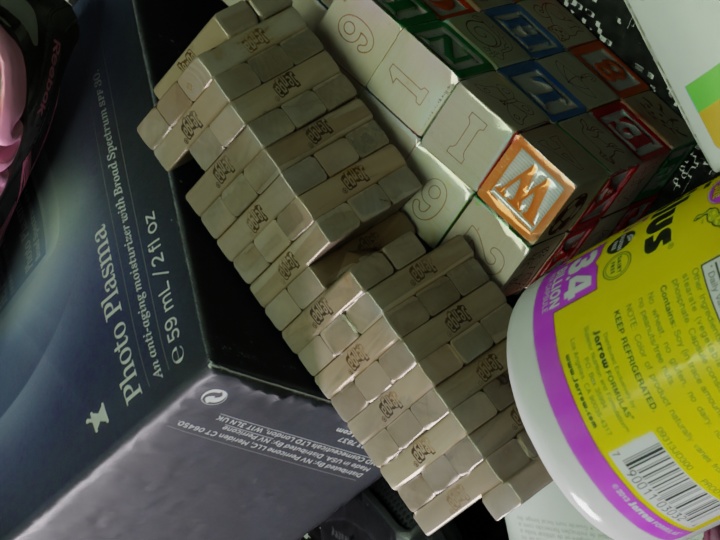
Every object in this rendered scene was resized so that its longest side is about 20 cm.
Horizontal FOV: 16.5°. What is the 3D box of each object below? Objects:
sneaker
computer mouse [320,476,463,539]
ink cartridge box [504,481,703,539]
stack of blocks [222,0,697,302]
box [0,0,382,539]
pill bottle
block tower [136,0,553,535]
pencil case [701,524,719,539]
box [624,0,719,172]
[{"bbox_3d":[-0.157,-0.028,0.947,0.079,0.095,0.201,32,123,4],"label":"sneaker"},{"bbox_3d":[0.025,0.128,1.021,0.138,0.052,0.202,31,126,56],"label":"computer mouse"},{"bbox_3d":[0.143,0.145,0.982,0.162,0.057,0.201,5,125,31],"label":"ink cartridge box"},{"bbox_3d":[0.021,-0.086,0.948,0.200,0.115,0.059,45,120,15],"label":"stack of blocks"},{"bbox_3d":[-0.094,0.022,0.994,0.198,0.123,0.201,-41,48,33],"label":"box"},{"bbox_3d":[0.152,0.008,0.815,0.199,0.104,0.105,-30,85,30],"label":"pill bottle"},{"bbox_3d":[0.000,0.000,0.885,0.200,0.054,0.058,54,140,5],"label":"block tower"},{"bbox_3d":[0.152,0.171,0.910,0.082,0.087,0.201,2,125,-6],"label":"pencil case"},{"bbox_3d":[0.195,-0.128,0.832,0.199,0.112,0.102,-29,86,32],"label":"box"}]
